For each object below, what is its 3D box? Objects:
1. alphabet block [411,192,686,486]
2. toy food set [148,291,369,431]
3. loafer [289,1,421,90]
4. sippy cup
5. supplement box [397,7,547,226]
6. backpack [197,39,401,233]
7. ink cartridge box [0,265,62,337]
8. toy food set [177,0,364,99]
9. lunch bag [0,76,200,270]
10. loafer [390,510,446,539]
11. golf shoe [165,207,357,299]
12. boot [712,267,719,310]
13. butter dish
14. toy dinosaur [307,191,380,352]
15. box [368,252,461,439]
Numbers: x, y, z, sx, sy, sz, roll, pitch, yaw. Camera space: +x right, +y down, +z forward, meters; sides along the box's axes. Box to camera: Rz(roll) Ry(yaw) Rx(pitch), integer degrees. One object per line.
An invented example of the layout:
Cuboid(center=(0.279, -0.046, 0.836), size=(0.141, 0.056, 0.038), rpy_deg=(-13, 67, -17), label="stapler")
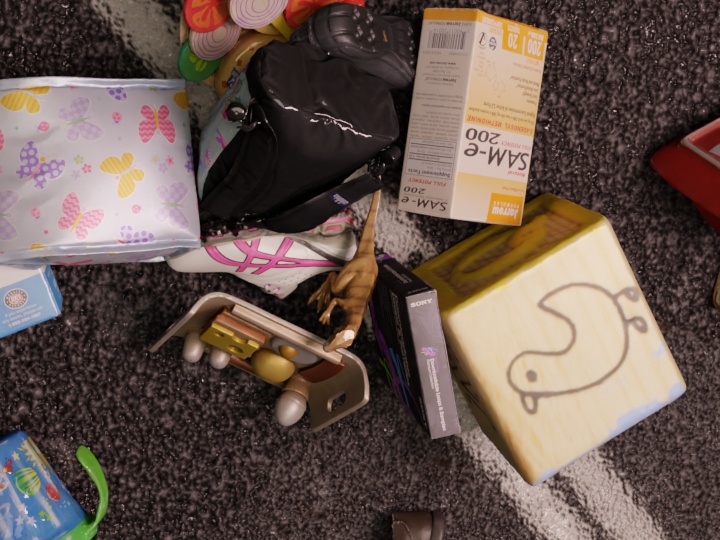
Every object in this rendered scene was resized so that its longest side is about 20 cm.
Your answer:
Cuboid(center=(0.182, 0.062, 1.305), size=(0.194, 0.196, 0.201), rpy_deg=(-31, 105, -5), label="alphabet block")
Cuboid(center=(-0.103, 0.099, 1.279), size=(0.199, 0.143, 0.061), rpy_deg=(26, 63, -15), label="toy food set")
Cuboid(center=(0.007, -0.215, 1.247), size=(0.070, 0.200, 0.069), rpy_deg=(-11, 80, 32), label="loafer")
Cuboid(center=(-0.352, 0.236, 1.278), size=(0.177, 0.139, 0.131), rpy_deg=(-29, 95, -29), label="sippy cup")
Cuboid(center=(0.114, -0.150, 1.274), size=(0.125, 0.073, 0.202), rpy_deg=(2, 97, -49), label="supplement box")
Cuboid(center=(-0.072, -0.121, 1.199), size=(0.166, 0.200, 0.128), rpy_deg=(22, 55, -22), label="backpack")
Cuboid(center=(-0.392, -0.031, 1.234), size=(0.144, 0.084, 0.202), rpy_deg=(-20, 104, -6), label="ink cartridge box")
Cuboid(center=(-0.085, -0.241, 1.219), size=(0.200, 0.049, 0.198), rpy_deg=(-39, 145, 10), label="toy food set")
Cuboid(center=(-0.263, -0.091, 1.191), size=(0.198, 0.127, 0.171), rpy_deg=(-5, 86, -34), label="lunch bag")
Cuboid(center=(0.033, 0.352, 1.404), size=(0.071, 0.073, 0.202), rpy_deg=(18, 92, -4), label="loafer")
Cuboid(center=(-0.099, -0.011, 1.300), size=(0.198, 0.073, 0.093), rpy_deg=(-7, 104, -10), label="golf shoe")
Cuboid(center=(0.512, -0.016, 1.419), size=(0.198, 0.066, 0.177), rpy_deg=(14, 98, -12), label="boot")
Cuboid(center=(0.437, -0.084, 1.338), size=(0.198, 0.200, 0.149), rpy_deg=(-27, 120, -4), label="butter dish")
Cuboid(center=(0.000, 0.000, 1.269), size=(0.060, 0.106, 0.202), rpy_deg=(20, 62, -20), label="toy dinosaur")
Cuboid(center=(0.047, 0.070, 1.276), size=(0.036, 0.200, 0.144), rpy_deg=(-14, 103, -11), label="box")
